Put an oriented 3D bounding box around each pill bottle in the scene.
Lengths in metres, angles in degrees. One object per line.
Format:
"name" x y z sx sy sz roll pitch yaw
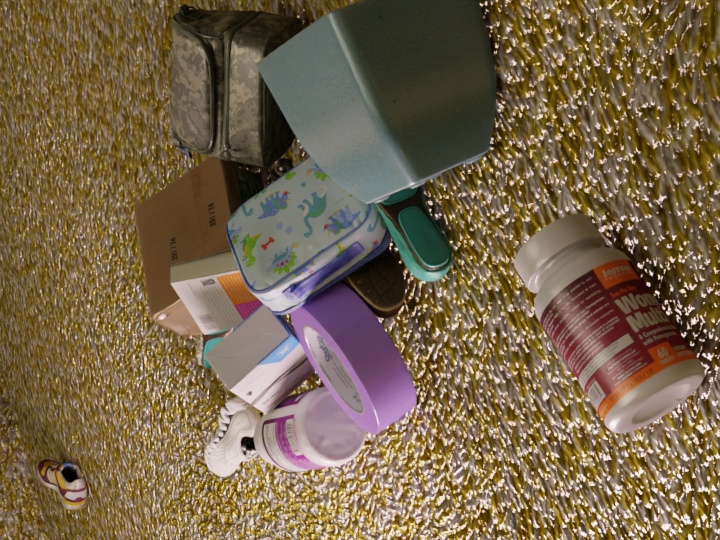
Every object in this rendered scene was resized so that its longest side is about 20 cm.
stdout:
"pill bottle" -0.080 0.235 1.884 0.200 0.112 0.113 -23 83 60
"pill bottle" 0.239 0.049 1.270 0.201 0.109 0.110 60 146 25

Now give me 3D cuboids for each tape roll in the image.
"tape roll" -0.010 0.113 1.692 0.200 0.065 0.201 50 163 21

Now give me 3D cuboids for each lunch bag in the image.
"lunch bag" -0.067 -0.048 1.652 0.082 0.199 0.161 45 -167 -49
"lunch bag" -0.177 -0.249 1.746 0.166 0.139 0.202 14 122 17

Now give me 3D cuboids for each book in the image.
"book" -0.146 0.023 1.786 0.134 0.198 0.048 66 -167 -50

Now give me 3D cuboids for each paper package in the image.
"paper package" -0.224 -0.036 1.898 0.190 0.103 0.201 -29 57 25

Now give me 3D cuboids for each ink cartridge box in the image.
"ink cartridge box" -0.127 0.132 1.837 0.068 0.116 0.200 49 180 23

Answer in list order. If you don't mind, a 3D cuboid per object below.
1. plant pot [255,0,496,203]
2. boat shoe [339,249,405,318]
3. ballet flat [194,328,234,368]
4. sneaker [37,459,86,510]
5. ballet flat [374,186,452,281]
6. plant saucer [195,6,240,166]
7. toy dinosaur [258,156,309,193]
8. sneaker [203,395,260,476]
"plant pot" 0.036 -0.191 1.437 0.195 0.195 0.202 -16 97 59
"boat shoe" -0.001 0.000 1.696 0.200 0.072 0.068 50 152 42
"ballet flat" -0.240 0.084 2.126 0.064 0.075 0.201 65 147 31
"sneaker" -0.710 0.487 3.099 0.199 0.075 0.091 31 121 42
"ballet flat" 0.051 -0.071 1.582 0.071 0.067 0.201 107 142 -63
"plant saucer" -0.209 -0.262 1.944 0.201 0.048 0.201 59 147 25
"toy dinosaur" -0.081 -0.107 1.783 0.102 0.077 0.200 32 132 -8
"sneaker" -0.208 0.293 2.169 0.081 0.075 0.201 48 142 24
